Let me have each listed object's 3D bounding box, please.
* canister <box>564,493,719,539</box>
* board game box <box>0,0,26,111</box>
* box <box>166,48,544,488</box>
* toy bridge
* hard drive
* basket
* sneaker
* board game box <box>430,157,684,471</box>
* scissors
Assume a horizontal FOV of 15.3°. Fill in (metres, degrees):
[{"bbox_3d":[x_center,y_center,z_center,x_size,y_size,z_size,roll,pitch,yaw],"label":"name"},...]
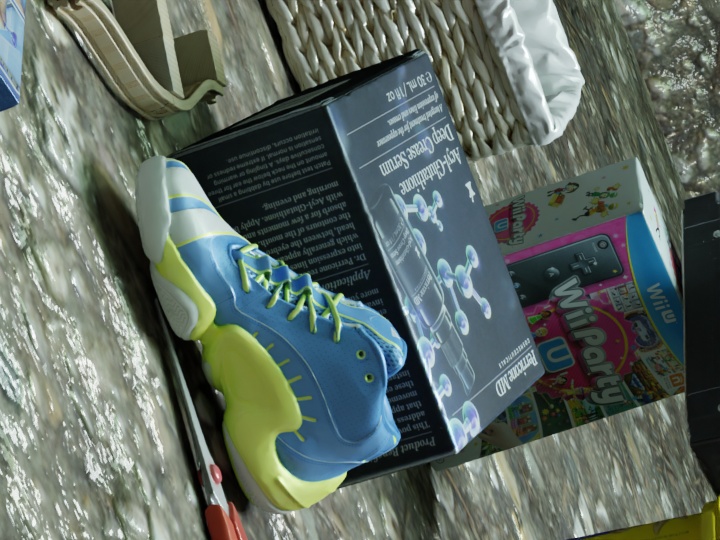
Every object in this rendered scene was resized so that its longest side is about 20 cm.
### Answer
[{"bbox_3d":[0.163,0.222,1.659,0.149,0.199,0.087,58,26,-42],"label":"canister"},{"bbox_3d":[-0.190,-0.176,1.163,0.201,0.034,0.136,-94,159,-47],"label":"board game box"},{"bbox_3d":[0.000,0.000,1.468,0.148,0.107,0.201,-35,106,-62],"label":"box"},{"bbox_3d":[-0.112,-0.115,1.407,0.200,0.027,0.068,33,43,-69],"label":"toy bridge"},{"bbox_3d":[0.241,0.067,1.695,0.140,0.038,0.201,55,30,-43],"label":"hard drive"},{"bbox_3d":[0.040,-0.172,1.803,0.198,0.160,0.201,-57,128,-73],"label":"basket"},{"bbox_3d":[-0.039,0.021,1.337,0.076,0.104,0.201,-103,172,-65],"label":"sneaker"},{"bbox_3d":[0.111,0.030,1.726,0.064,0.199,0.148,-88,155,-56],"label":"board game box"},{"bbox_3d":[-0.070,0.111,1.296,0.073,0.014,0.201,-36,108,-76],"label":"scissors"}]
